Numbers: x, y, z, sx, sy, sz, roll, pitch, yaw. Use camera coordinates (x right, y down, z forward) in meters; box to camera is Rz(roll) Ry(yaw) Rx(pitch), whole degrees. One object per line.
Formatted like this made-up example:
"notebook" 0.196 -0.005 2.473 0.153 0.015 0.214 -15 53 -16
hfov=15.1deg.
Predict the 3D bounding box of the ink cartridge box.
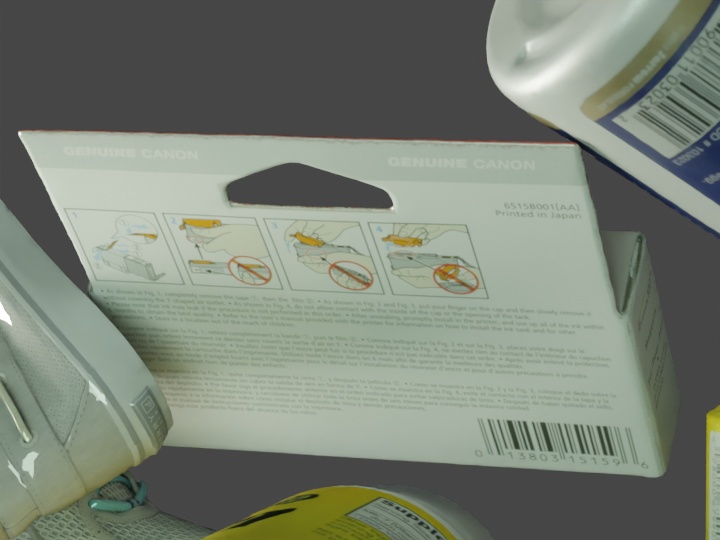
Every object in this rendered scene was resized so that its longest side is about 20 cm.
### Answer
"ink cartridge box" 0.000 0.000 0.937 0.199 0.044 0.174 2 139 19

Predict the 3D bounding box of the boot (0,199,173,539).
"boot" -0.158 0.023 0.988 0.095 0.074 0.200 -35 46 -15

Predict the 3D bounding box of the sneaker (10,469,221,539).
"sneaker" -0.135 0.077 1.031 0.199 0.078 0.087 13 94 17

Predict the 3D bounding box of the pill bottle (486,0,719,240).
"pill bottle" 0.148 -0.054 0.866 0.200 0.111 0.111 32 107 -21

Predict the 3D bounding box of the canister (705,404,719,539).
"canister" 0.186 0.146 0.918 0.148 0.087 0.201 1 93 19

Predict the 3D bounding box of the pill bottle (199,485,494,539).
"pill bottle" -0.016 0.136 0.927 0.114 0.200 0.115 2 95 18
